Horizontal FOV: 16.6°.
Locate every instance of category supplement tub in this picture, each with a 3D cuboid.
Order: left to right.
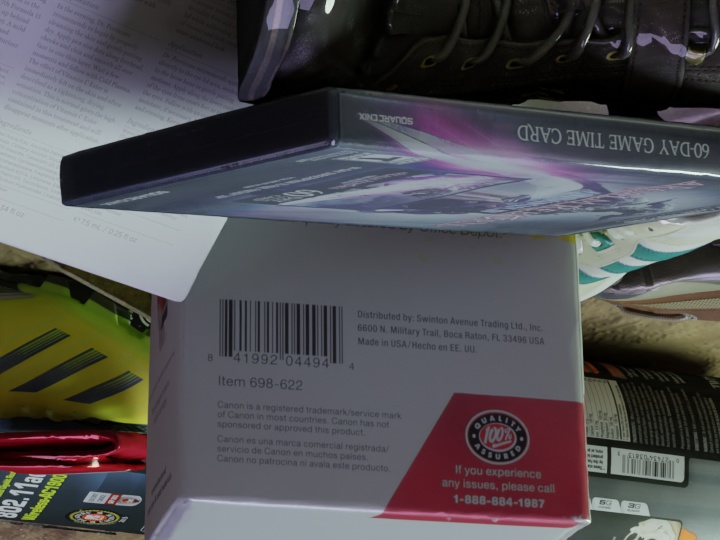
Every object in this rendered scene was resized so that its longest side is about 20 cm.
[{"bbox_3d":[0.095,0.104,1.222,0.198,0.124,0.123,7,155,-18],"label":"supplement tub"}]

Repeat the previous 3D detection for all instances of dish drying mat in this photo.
[{"bbox_3d":[-0.129,0.078,1.047,0.076,0.018,0.200,-1,176,0],"label":"dish drying mat"}]

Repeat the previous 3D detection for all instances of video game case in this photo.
[{"bbox_3d":[0.030,-0.029,0.740,0.199,0.019,0.142,4,173,-36],"label":"video game case"}]

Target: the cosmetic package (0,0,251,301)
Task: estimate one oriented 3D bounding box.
[{"bbox_3d":[-0.104,-0.089,0.755,0.199,0.052,0.151,21,108,-39],"label":"cosmetic package"}]

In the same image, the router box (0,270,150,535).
[{"bbox_3d":[-0.138,0.070,1.213,0.149,0.063,0.200,8,155,-17],"label":"router box"}]

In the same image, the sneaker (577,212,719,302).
[{"bbox_3d":[0.100,-0.035,0.941,0.198,0.071,0.093,-18,169,26],"label":"sneaker"}]

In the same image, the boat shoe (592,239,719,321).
[{"bbox_3d":[0.179,-0.014,1.026,0.198,0.076,0.072,2,162,17],"label":"boat shoe"}]

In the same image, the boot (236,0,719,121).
[{"bbox_3d":[0.056,-0.076,0.699,0.172,0.070,0.200,0,176,6],"label":"boot"}]

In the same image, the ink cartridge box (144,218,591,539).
[{"bbox_3d":[0.000,0.000,0.884,0.144,0.202,0.083,5,159,-12],"label":"ink cartridge box"}]

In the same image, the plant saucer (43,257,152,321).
[{"bbox_3d":[-0.025,0.026,1.007,0.199,0.048,0.200,29,178,-2],"label":"plant saucer"}]

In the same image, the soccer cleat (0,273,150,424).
[{"bbox_3d":[-0.154,0.039,1.041,0.199,0.084,0.065,18,172,16],"label":"soccer cleat"}]

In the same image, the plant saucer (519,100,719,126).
[{"bbox_3d":[0.105,-0.098,0.808,0.198,0.032,0.201,-6,137,-5],"label":"plant saucer"}]
